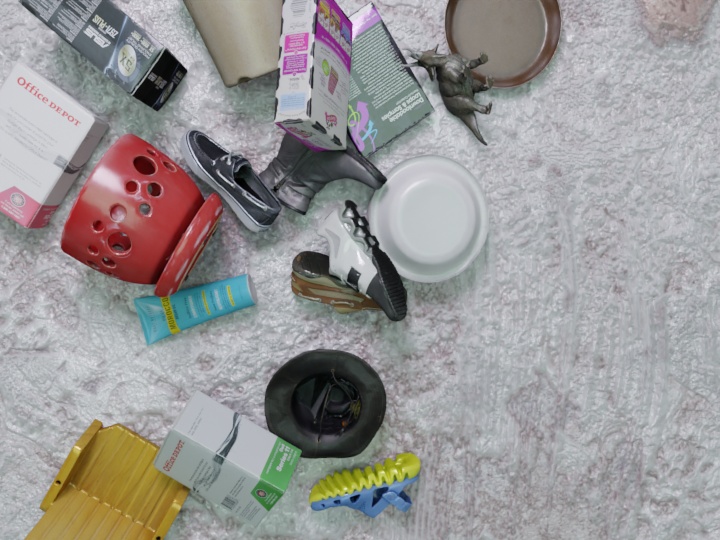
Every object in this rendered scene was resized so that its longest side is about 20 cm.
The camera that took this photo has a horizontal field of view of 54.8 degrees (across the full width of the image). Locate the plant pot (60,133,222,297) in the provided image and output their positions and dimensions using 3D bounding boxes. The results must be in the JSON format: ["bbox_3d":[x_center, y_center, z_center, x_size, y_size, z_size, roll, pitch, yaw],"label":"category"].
[{"bbox_3d":[-0.319,-0.070,1.042,0.180,0.200,0.203,32,92,-9],"label":"plant pot"}]

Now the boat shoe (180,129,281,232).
[{"bbox_3d":[-0.200,-0.153,1.086,0.201,0.071,0.068,50,131,4],"label":"boat shoe"}]

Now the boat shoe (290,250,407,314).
[{"bbox_3d":[-0.022,0.030,1.137,0.196,0.076,0.075,18,125,-4],"label":"boat shoe"}]

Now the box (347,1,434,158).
[{"bbox_3d":[0.011,-0.304,1.124,0.141,0.036,0.202,-32,94,0],"label":"box"}]

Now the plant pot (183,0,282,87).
[{"bbox_3d":[-0.173,-0.385,1.042,0.196,0.201,0.187,-19,107,-2],"label":"plant pot"}]

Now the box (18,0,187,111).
[{"bbox_3d":[-0.372,-0.344,1.033,0.199,0.164,0.087,39,91,-6],"label":"box"}]

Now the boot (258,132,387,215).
[{"bbox_3d":[-0.061,-0.142,1.103,0.198,0.070,0.133,32,95,23],"label":"boot"}]

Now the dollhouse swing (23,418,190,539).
[{"bbox_3d":[-0.394,0.373,1.083,0.197,0.176,0.184,31,92,-4],"label":"dollhouse swing"}]

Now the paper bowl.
[{"bbox_3d":[0.109,-0.083,1.114,0.195,0.104,0.206,0,95,-2],"label":"paper bowl"}]

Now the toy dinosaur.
[{"bbox_3d":[0.159,-0.293,1.111,0.078,0.101,0.201,-54,125,-20],"label":"toy dinosaur"}]

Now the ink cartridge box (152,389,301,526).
[{"bbox_3d":[-0.213,0.298,1.100,0.198,0.084,0.147,32,134,-6],"label":"ink cartridge box"}]

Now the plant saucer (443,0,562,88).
[{"bbox_3d":[0.230,-0.398,1.132,0.195,0.032,0.206,0,95,-3],"label":"plant saucer"}]

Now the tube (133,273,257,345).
[{"bbox_3d":[-0.268,0.057,1.134,0.195,0.050,0.079,-17,88,3],"label":"tube"}]

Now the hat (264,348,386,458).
[{"bbox_3d":[-0.058,0.208,1.137,0.195,0.081,0.206,-1,103,-5],"label":"hat"}]

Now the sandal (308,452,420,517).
[{"bbox_3d":[0.011,0.374,1.159,0.195,0.080,0.089,-12,99,-1],"label":"sandal"}]

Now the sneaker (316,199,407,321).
[{"bbox_3d":[0.000,0.000,1.075,0.088,0.074,0.203,-35,76,22],"label":"sneaker"}]

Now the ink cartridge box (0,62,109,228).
[{"bbox_3d":[-0.508,-0.190,1.076,0.145,0.083,0.202,35,92,-5],"label":"ink cartridge box"}]

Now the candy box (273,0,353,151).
[{"bbox_3d":[-0.066,-0.293,1.017,0.060,0.136,0.206,-1,81,22],"label":"candy box"}]
